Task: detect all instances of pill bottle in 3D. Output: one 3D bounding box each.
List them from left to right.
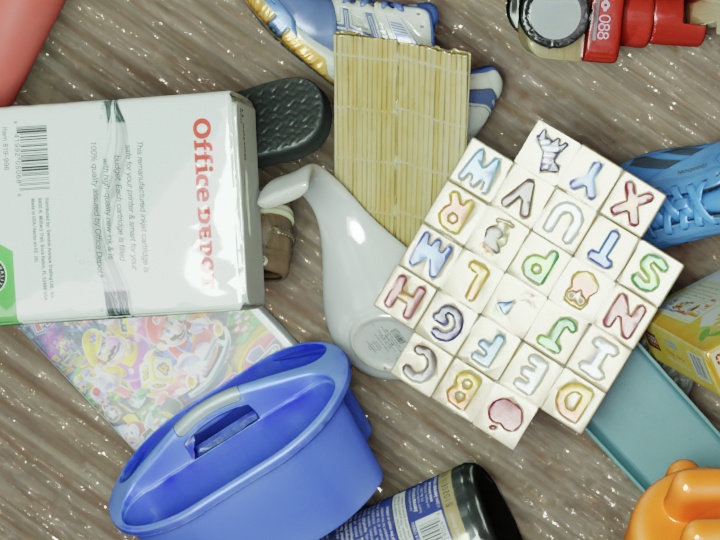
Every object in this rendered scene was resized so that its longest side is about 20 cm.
[{"bbox_3d":[0.014,0.224,1.611,0.199,0.112,0.112,-25,93,11],"label":"pill bottle"}]

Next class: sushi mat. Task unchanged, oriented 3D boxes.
[{"bbox_3d":[0.027,-0.073,1.565,0.095,0.012,0.201,13,128,17],"label":"sushi mat"}]

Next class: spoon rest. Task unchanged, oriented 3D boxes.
[{"bbox_3d":[0.000,0.000,1.589,0.099,0.061,0.200,-20,125,23],"label":"spoon rest"}]

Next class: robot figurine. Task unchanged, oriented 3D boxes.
[{"bbox_3d":[0.225,0.211,1.523,0.116,0.200,0.144,-35,62,-29],"label":"robot figurine"}]

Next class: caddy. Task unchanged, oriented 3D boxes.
[{"bbox_3d":[-0.081,0.129,1.586,0.200,0.141,0.105,-32,116,7],"label":"caddy"}]

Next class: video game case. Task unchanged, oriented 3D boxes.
[{"bbox_3d":[-0.161,0.032,1.658,0.143,0.018,0.200,-43,90,12],"label":"video game case"}]

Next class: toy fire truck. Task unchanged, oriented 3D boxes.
[{"bbox_3d":[0.208,-0.223,1.526,0.199,0.129,0.177,5,98,-4],"label":"toy fire truck"}]

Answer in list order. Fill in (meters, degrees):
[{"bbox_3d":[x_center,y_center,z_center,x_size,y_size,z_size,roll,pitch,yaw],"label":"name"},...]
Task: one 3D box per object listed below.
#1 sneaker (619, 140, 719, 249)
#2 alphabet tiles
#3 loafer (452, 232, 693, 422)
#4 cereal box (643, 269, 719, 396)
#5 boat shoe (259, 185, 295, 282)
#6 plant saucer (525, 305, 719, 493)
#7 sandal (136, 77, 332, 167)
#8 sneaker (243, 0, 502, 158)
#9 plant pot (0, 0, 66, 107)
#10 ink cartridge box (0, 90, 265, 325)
[{"bbox_3d":[0.232,-0.053,1.559,0.199,0.078,0.066,-16,97,12],"label":"sneaker"},{"bbox_3d":[0.111,0.010,1.525,0.166,0.006,0.200,32,99,9],"label":"alphabet tiles"},{"bbox_3d":[0.149,0.030,1.588,0.200,0.070,0.075,38,103,-15],"label":"loafer"},{"bbox_3d":[0.293,0.011,1.498,0.199,0.144,0.040,-26,102,-6],"label":"cereal box"},{"bbox_3d":[-0.145,-0.007,1.594,0.201,0.075,0.075,-10,69,10],"label":"boat shoe"},{"bbox_3d":[0.197,0.104,1.575,0.070,0.019,0.200,-38,117,11],"label":"plant saucer"},{"bbox_3d":[-0.110,-0.085,1.600,0.200,0.048,0.076,-6,65,21],"label":"sandal"},{"bbox_3d":[0.008,-0.161,1.587,0.200,0.075,0.088,37,93,-7],"label":"sneaker"},{"bbox_3d":[-0.283,-0.215,1.565,0.200,0.200,0.178,20,109,5],"label":"plant pot"},{"bbox_3d":[-0.168,-0.039,1.527,0.199,0.083,0.147,-2,90,9],"label":"ink cartridge box"}]
